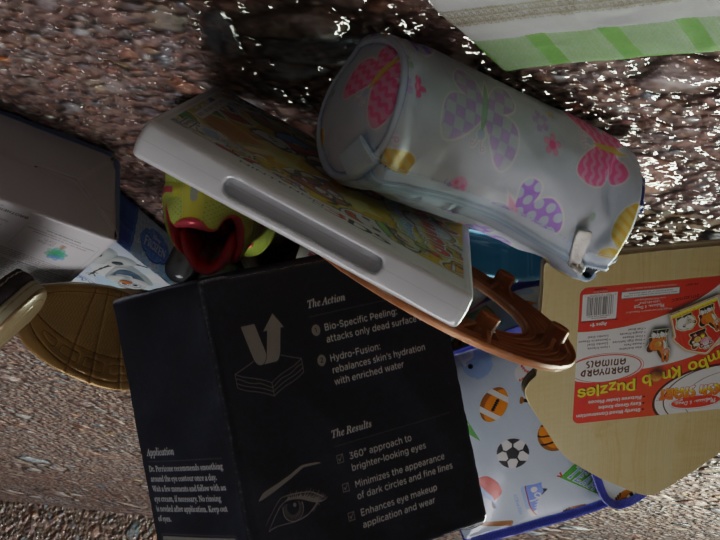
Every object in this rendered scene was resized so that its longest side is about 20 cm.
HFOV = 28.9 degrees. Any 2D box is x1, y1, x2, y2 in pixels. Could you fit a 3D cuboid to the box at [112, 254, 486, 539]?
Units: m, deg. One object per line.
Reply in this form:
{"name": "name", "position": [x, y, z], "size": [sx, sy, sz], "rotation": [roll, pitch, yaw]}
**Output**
{"name": "box", "position": [-0.038, 0.095, 0.925], "size": [0.195, 0.203, 0.117], "rotation": [-11, 180, -40]}

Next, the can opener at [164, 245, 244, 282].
{"name": "can opener", "position": [-0.120, 0.016, 1.107], "size": [0.053, 0.068, 0.200], "rotation": [28, -179, 4]}

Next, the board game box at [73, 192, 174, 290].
{"name": "board game box", "position": [-0.247, -0.012, 1.181], "size": [0.197, 0.044, 0.199], "rotation": [2, 159, 20]}

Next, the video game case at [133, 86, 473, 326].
{"name": "video game case", "position": [-0.021, -0.043, 0.767], "size": [0.180, 0.023, 0.200], "rotation": [28, -168, -3]}

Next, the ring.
{"name": "ring", "position": [0.043, 0.000, 0.832], "size": [0.198, 0.019, 0.201], "rotation": [28, -168, -6]}

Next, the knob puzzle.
{"name": "knob puzzle", "position": [0.208, 0.069, 0.995], "size": [0.217, 0.222, 0.031], "rotation": [13, -157, -16]}

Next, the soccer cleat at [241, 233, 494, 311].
{"name": "soccer cleat", "position": [0.000, 0.000, 1.055], "size": [0.197, 0.071, 0.086], "rotation": [1, 163, 23]}

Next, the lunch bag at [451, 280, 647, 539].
{"name": "lunch bag", "position": [0.147, 0.098, 1.071], "size": [0.197, 0.172, 0.124], "rotation": [-16, -162, 7]}

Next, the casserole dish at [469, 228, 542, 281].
{"name": "casserole dish", "position": [0.059, -0.036, 0.967], "size": [0.197, 0.039, 0.121], "rotation": [10, 163, -9]}

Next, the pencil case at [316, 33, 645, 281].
{"name": "pencil case", "position": [0.070, -0.061, 0.794], "size": [0.198, 0.092, 0.083], "rotation": [21, 158, -33]}

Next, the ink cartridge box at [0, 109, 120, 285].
{"name": "ink cartridge box", "position": [-0.280, -0.027, 1.003], "size": [0.135, 0.077, 0.199], "rotation": [21, 139, -33]}

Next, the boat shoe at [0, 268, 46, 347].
{"name": "boat shoe", "position": [-0.279, 0.038, 0.958], "size": [0.065, 0.072, 0.199], "rotation": [52, 143, -6]}

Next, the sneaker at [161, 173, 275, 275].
{"name": "sneaker", "position": [-0.100, -0.036, 0.955], "size": [0.077, 0.092, 0.200], "rotation": [4, 164, 8]}

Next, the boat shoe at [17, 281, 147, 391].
{"name": "boat shoe", "position": [-0.159, 0.050, 1.033], "size": [0.197, 0.072, 0.069], "rotation": [15, -173, -22]}

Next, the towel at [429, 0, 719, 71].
{"name": "towel", "position": [0.087, -0.147, 0.628], "size": [0.147, 0.031, 0.199], "rotation": [1, 164, 31]}
